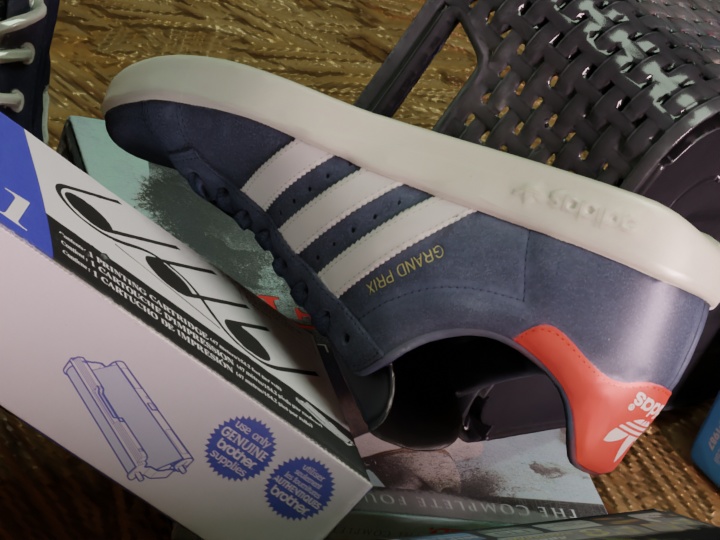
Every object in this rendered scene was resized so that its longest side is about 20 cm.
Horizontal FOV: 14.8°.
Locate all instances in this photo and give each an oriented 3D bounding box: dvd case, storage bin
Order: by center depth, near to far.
[{"bbox_3d":[0.085,-0.029,0.890,0.094,0.135,0.200,47,25,24],"label":"storage bin"},{"bbox_3d":[-0.013,0.021,0.904,0.146,0.022,0.200,7,35,-23],"label":"dvd case"}]

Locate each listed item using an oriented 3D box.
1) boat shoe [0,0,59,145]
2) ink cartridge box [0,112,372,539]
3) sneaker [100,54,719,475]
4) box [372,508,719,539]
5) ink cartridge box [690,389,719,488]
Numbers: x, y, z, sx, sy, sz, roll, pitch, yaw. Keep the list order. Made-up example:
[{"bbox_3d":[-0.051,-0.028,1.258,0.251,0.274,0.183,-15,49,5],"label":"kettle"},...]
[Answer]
[{"bbox_3d":[-0.132,-0.053,0.873,0.075,0.093,0.200,12,32,-15],"label":"boat shoe"},{"bbox_3d":[-0.091,-0.001,0.739,0.200,0.044,0.094,36,12,-24],"label":"ink cartridge box"},{"bbox_3d":[0.000,0.000,0.775,0.200,0.085,0.075,19,-2,32],"label":"sneaker"},{"bbox_3d":[0.030,0.098,0.648,0.200,0.049,0.161,-3,4,-25],"label":"box"},{"bbox_3d":[0.209,0.073,0.870,0.067,0.116,0.200,-8,42,-41],"label":"ink cartridge box"}]
